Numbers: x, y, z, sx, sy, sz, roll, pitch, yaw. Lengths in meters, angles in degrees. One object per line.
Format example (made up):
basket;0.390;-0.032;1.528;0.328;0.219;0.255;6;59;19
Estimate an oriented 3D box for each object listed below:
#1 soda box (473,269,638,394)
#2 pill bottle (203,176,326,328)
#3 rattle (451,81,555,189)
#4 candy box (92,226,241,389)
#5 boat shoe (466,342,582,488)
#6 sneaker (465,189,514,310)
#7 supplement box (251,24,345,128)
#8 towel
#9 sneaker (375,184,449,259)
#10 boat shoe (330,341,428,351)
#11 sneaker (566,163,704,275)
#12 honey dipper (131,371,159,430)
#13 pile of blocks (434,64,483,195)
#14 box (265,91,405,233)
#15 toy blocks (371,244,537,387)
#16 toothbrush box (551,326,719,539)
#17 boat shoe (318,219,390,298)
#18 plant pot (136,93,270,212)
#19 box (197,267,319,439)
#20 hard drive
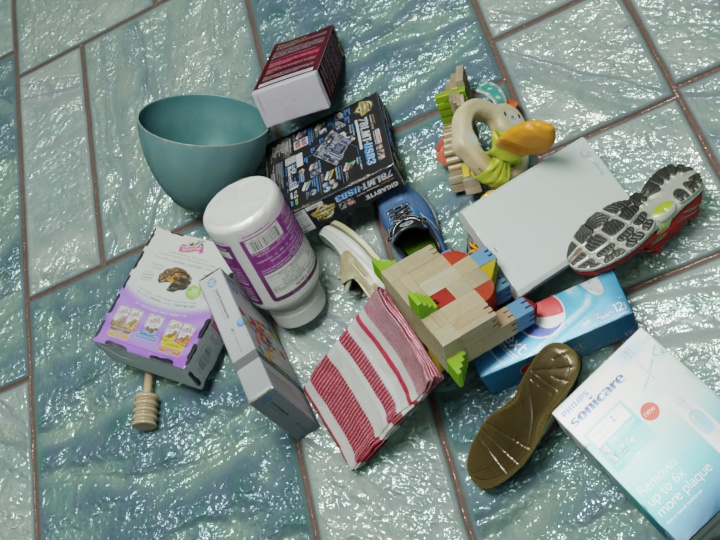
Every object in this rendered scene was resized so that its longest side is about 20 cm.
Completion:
soda box;0.235;0.077;1.137;0.198;0.068;0.065;-25;58;11
pill bottle;-0.122;-0.019;1.256;0.111;0.201;0.113;-16;39;14
rattle;0.205;-0.215;1.225;0.129;0.143;0.201;32;48;4
candy box;-0.265;0.051;1.349;0.166;0.072;0.202;13;64;24
boat shoe;0.204;0.178;1.103;0.073;0.064;0.201;45;107;35
sneaker;0.165;-0.012;1.208;0.077;0.077;0.203;0;67;22
supplement box;-0.092;-0.302;1.424;0.107;0.061;0.201;-14;32;17
towel;0.008;0.140;1.166;0.201;0.023;0.145;-53;57;31
sneaker;0.074;-0.058;1.263;0.078;0.089;0.201;-32;57;4
boat shoe;0.043;0.105;1.192;0.197;0.065;0.073;-11;100;21
sneaker;0.345;-0.044;1.136;0.199;0.085;0.077;-32;45;-7
honey dipper;-0.314;0.136;1.372;0.037;0.038;0.202;-13;59;17
pile of blocks;0.130;-0.197;1.311;0.061;0.082;0.203;-13;62;17
box;-0.042;-0.155;1.355;0.196;0.050;0.201;-23;40;11
toy blocks;0.121;0.029;1.121;0.136;0.101;0.200;-28;45;-12
toothbrush box;0.337;0.189;1.027;0.146;0.085;0.200;-42;55;0
boat shoe;0.000;0.000;1.276;0.069;0.075;0.200;-49;52;-3
plant pot;-0.239;-0.170;1.415;0.197;0.136;0.201;5;32;-3
box;-0.135;0.112;1.232;0.041;0.156;0.201;-32;56;3
hard drive;0.242;-0.068;1.177;0.199;0.026;0.133;-31;76;-12
